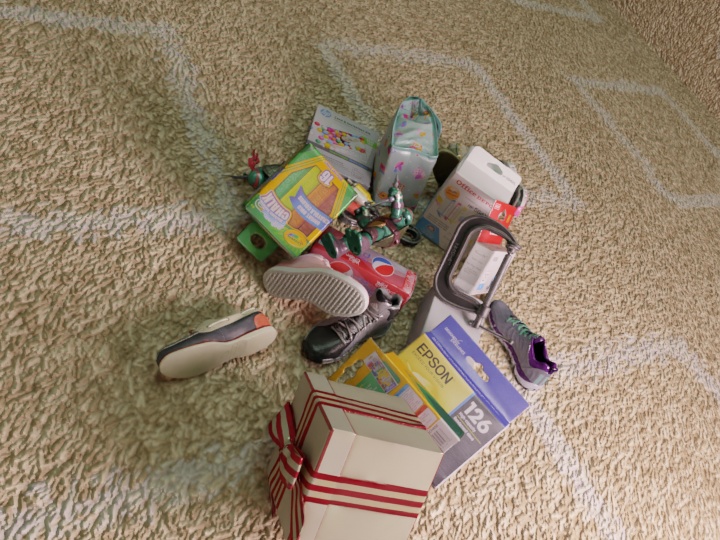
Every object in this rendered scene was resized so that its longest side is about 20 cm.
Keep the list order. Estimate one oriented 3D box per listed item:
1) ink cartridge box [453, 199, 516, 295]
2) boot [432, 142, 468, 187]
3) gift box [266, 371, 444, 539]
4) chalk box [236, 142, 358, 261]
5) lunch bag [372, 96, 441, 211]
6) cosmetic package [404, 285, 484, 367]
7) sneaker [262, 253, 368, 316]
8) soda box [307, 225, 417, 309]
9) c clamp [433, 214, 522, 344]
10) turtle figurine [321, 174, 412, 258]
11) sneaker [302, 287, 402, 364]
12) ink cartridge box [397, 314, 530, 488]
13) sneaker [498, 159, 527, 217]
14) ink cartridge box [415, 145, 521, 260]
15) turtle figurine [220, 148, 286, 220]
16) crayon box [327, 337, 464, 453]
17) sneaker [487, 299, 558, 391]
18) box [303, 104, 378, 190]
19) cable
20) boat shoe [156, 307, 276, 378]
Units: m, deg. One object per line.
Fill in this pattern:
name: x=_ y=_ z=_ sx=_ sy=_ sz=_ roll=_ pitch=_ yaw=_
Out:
ink cartridge box: x=0.261 y=-0.041 z=1.311 sx=0.045 sy=0.177 sz=0.200 roll=30 pitch=12 yaw=21
boot: x=0.214 y=-0.244 z=1.552 sx=0.200 sy=0.072 sz=0.155 roll=40 pitch=31 yaw=-40
gift box: x=-0.027 y=0.267 z=0.889 sx=0.186 sy=0.201 sz=0.184 roll=18 pitch=5 yaw=-21
chalk box: x=-0.123 y=-0.105 z=1.166 sx=0.124 sy=0.124 sz=0.200 roll=45 pitch=86 yaw=-13
lunch bag: x=0.096 y=-0.255 z=1.449 sx=0.121 sy=0.171 sz=0.201 roll=13 pitch=46 yaw=-8
cosmetic package: x=0.151 y=0.121 z=1.221 sx=0.113 sy=0.081 sz=0.200 roll=32 pitch=44 yaw=-3
sneaker: x=-0.057 y=0.016 z=1.142 sx=0.199 sy=0.076 sz=0.105 roll=11 pitch=24 yaw=29
soda box: x=0.000 y=0.000 z=1.240 sx=0.199 sy=0.070 sz=0.064 roll=29 pitch=41 yaw=-5
c clamp: x=0.222 y=0.008 z=1.203 sx=0.170 sy=0.201 sz=0.027 roll=20 pitch=2 yaw=17
turtle figurine: x=0.033 y=-0.086 z=1.188 sx=0.200 sy=0.150 sz=0.101 roll=-35 pitch=90 yaw=-38
sneaker: x=-0.005 y=0.079 z=1.134 sx=0.200 sy=0.116 sz=0.075 roll=-23 pitch=67 yaw=-43
ink cartridge box: x=0.131 y=0.203 z=1.078 sx=0.200 sy=0.047 sz=0.198 roll=-41 pitch=74 yaw=-1
sneaker: x=0.339 y=-0.204 z=1.631 sx=0.087 sy=0.074 sz=0.200 roll=16 pitch=41 yaw=-19
ink cartridge box: x=0.228 y=-0.148 z=1.417 sx=0.128 sy=0.200 sz=0.125 roll=35 pitch=43 yaw=0
turtle figurine: x=-0.150 y=-0.153 z=1.269 sx=0.199 sy=0.101 sz=0.150 roll=2 pitch=51 yaw=-37
crayon box: x=0.044 y=0.216 z=1.033 sx=0.200 sy=0.126 sz=0.052 roll=48 pitch=12 yaw=13
sneaker: x=0.320 y=0.128 z=1.312 sx=0.074 sy=0.088 sz=0.201 roll=-2 pitch=54 yaw=-33
box: x=-0.045 y=-0.261 z=1.466 sx=0.155 sy=0.041 sz=0.201 roll=23 pitch=43 yaw=-13
cable: x=0.036 y=-0.105 z=1.370 sx=0.199 sy=0.050 sz=0.097 roll=31 pitch=46 yaw=-3
boat shoe: x=-0.219 y=0.103 z=1.014 sx=0.199 sy=0.071 sz=0.063 roll=-16 pitch=56 yaw=-42
